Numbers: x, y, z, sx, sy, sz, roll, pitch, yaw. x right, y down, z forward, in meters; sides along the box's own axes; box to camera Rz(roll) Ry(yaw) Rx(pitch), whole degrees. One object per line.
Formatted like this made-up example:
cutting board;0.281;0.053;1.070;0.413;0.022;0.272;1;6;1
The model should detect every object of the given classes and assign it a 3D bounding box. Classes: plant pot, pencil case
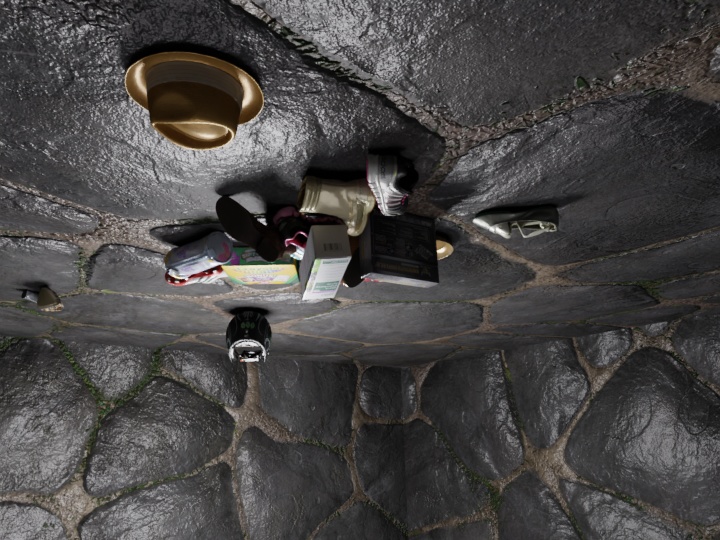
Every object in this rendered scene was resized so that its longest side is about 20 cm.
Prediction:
plant pot;0.149;-0.061;1.555;0.195;0.028;0.200;-1;163;0
pencil case;-0.412;-0.037;1.477;0.197;0.085;0.090;-15;-179;36

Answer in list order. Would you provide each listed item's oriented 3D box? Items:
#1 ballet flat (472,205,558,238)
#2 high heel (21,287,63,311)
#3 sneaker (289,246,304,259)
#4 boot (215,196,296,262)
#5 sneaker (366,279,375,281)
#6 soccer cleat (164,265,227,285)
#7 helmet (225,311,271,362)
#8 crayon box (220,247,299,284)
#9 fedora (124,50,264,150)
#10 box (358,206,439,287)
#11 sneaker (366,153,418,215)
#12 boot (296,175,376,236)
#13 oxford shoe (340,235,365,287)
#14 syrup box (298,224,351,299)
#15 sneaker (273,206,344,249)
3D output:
ballet flat;0.360;-0.107;1.355;0.195;0.065;0.067;-5;163;13
high heel;-0.994;0.108;1.911;0.197;0.073;0.142;8;164;32
sneaker;-0.088;-0.054;1.473;0.197;0.079;0.086;9;157;-34
boot;-0.229;-0.097;1.326;0.064;0.187;0.200;-42;-177;12
sneaker;0.000;0.000;1.669;0.197;0.073;0.111;-1;179;41
soccer cleat;-0.465;0.010;1.667;0.196;0.070;0.085;-12;157;15
helmet;-0.434;0.255;2.273;0.195;0.193;0.203;-3;129;-4
crayon box;-0.272;-0.012;1.622;0.195;0.060;0.173;-1;163;-1
fedora;-0.239;-0.231;0.843;0.196;0.084;0.201;-1;163;0
box;0.089;-0.053;1.344;0.197;0.162;0.048;8;162;-32
sneaker;0.074;-0.162;1.124;0.086;0.075;0.200;0;160;18
boot;-0.057;-0.133;1.209;0.152;0.074;0.200;1;162;-11
oxford shoe;-0.011;-0.034;1.356;0.070;0.202;0.072;-8;129;32
syrup box;-0.081;-0.014;1.269;0.077;0.083;0.201;-3;152;-16
sneaker;-0.106;-0.076;1.335;0.197;0.097;0.079;9;136;-36
